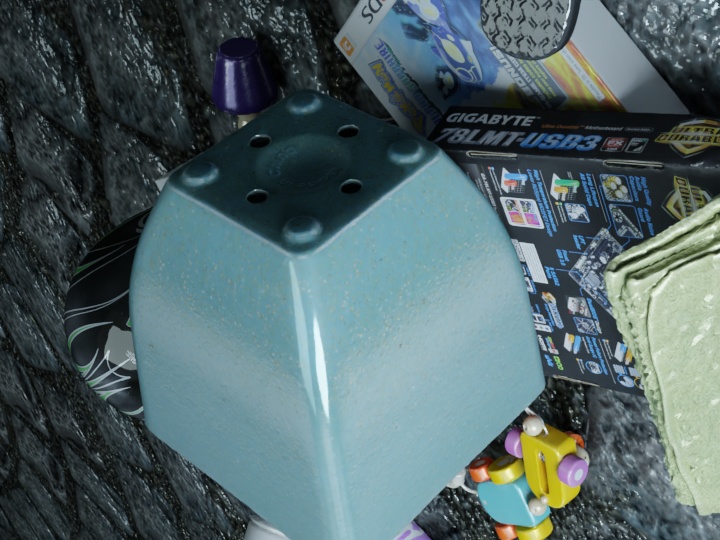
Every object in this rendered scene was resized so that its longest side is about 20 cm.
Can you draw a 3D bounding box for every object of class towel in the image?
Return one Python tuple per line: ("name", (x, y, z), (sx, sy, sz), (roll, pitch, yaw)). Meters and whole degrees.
("towel", (0.214, 0.037, 0.610), (0.037, 0.148, 0.201), (-112, -4, -56))

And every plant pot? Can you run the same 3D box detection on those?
("plant pot", (-0.021, 0.014, 0.693), (0.195, 0.196, 0.201), (29, 144, 34))

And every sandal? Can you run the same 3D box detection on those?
("sandal", (0.104, -0.212, 0.613), (0.075, 0.045, 0.201), (25, 128, 25))

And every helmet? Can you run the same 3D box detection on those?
("helmet", (-0.163, 0.038, 1.010), (0.190, 0.200, 0.201), (-33, 92, 27))

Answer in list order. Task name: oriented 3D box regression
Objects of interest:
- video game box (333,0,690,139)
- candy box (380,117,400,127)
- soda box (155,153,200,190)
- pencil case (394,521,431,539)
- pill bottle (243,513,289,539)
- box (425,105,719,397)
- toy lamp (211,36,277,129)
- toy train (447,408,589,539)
("video game box", (0.085, -0.125, 0.737), (0.200, 0.047, 0.182), (52, 152, 4))
("candy box", (-0.003, -0.011, 0.890), (0.136, 0.061, 0.202), (-2, 103, 42))
("soda box", (-0.115, -0.016, 1.114), (0.068, 0.064, 0.201), (-4, 117, 56))
("pencil case", (0.058, 0.324, 1.177), (0.200, 0.085, 0.084), (46, 147, 17))
("pill bottle", (-0.035, 0.159, 1.020), (0.110, 0.201, 0.111), (18, 175, 2))
("box", (0.154, -0.004, 0.695), (0.197, 0.050, 0.201), (8, 138, 39))
("toy lamp", (-0.094, -0.106, 1.001), (0.058, 0.058, 0.201), (32, 142, 34))
("toy train", (0.123, 0.130, 0.931), (0.150, 0.055, 0.201), (45, 148, 27))
